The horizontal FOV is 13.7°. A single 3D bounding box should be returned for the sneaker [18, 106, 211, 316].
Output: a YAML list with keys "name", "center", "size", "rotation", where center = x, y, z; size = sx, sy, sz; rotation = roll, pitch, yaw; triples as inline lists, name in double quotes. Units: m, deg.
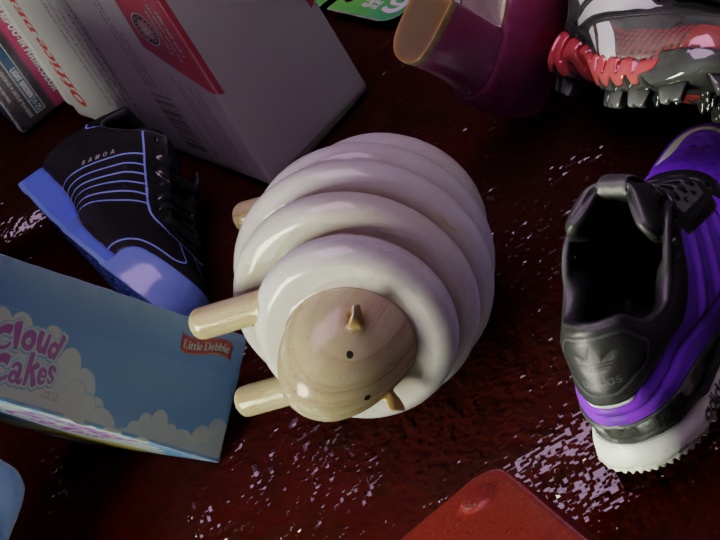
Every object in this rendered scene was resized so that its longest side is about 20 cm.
- name: "sneaker"
  center: [-0.116, -0.031, 1.586]
  size: [0.078, 0.070, 0.200]
  rotation: [-43, 36, -4]

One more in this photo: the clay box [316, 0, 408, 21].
- name: "clay box"
  center: [0.036, -0.230, 1.712]
  size: [0.115, 0.048, 0.200]
  rotation: [17, 59, 49]

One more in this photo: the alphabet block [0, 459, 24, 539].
- name: "alphabet block"
  center: [-0.313, 0.139, 1.407]
  size: [0.199, 0.196, 0.196]
  rotation: [2, 65, 41]

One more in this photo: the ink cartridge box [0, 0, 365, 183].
- name: "ink cartridge box"
  center: [-0.112, -0.143, 1.645]
  size: [0.083, 0.147, 0.199]
  rotation: [-46, 37, -18]

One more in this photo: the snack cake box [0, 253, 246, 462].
- name: "snack cake box"
  center: [-0.165, 0.037, 1.431]
  size: [0.115, 0.199, 0.068]
  rotation: [6, 80, 42]

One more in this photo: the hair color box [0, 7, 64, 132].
- name: "hair color box"
  center: [-0.158, -0.186, 1.772]
  size: [0.200, 0.100, 0.061]
  rotation: [-40, 36, -6]

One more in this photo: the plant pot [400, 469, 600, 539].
- name: "plant pot"
  center: [0.067, 0.192, 1.062]
  size: [0.200, 0.177, 0.200]
  rotation: [-39, 26, -7]

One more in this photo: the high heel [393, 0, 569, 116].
- name: "high heel"
  center: [0.100, -0.171, 1.490]
  size: [0.067, 0.096, 0.201]
  rotation: [35, 100, 48]

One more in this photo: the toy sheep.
- name: "toy sheep"
  center: [0.000, 0.000, 1.410]
  size: [0.137, 0.138, 0.201]
  rotation: [-17, 33, 23]

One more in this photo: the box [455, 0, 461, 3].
- name: "box"
  center: [0.123, -0.199, 1.548]
  size: [0.199, 0.117, 0.060]
  rotation: [-27, 36, 9]

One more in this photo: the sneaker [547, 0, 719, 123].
- name: "sneaker"
  center: [0.142, -0.122, 1.411]
  size: [0.200, 0.070, 0.099]
  rotation: [-145, 65, -75]

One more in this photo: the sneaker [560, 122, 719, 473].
- name: "sneaker"
  center: [0.135, -0.014, 1.334]
  size: [0.069, 0.100, 0.201]
  rotation: [-10, 39, 30]
